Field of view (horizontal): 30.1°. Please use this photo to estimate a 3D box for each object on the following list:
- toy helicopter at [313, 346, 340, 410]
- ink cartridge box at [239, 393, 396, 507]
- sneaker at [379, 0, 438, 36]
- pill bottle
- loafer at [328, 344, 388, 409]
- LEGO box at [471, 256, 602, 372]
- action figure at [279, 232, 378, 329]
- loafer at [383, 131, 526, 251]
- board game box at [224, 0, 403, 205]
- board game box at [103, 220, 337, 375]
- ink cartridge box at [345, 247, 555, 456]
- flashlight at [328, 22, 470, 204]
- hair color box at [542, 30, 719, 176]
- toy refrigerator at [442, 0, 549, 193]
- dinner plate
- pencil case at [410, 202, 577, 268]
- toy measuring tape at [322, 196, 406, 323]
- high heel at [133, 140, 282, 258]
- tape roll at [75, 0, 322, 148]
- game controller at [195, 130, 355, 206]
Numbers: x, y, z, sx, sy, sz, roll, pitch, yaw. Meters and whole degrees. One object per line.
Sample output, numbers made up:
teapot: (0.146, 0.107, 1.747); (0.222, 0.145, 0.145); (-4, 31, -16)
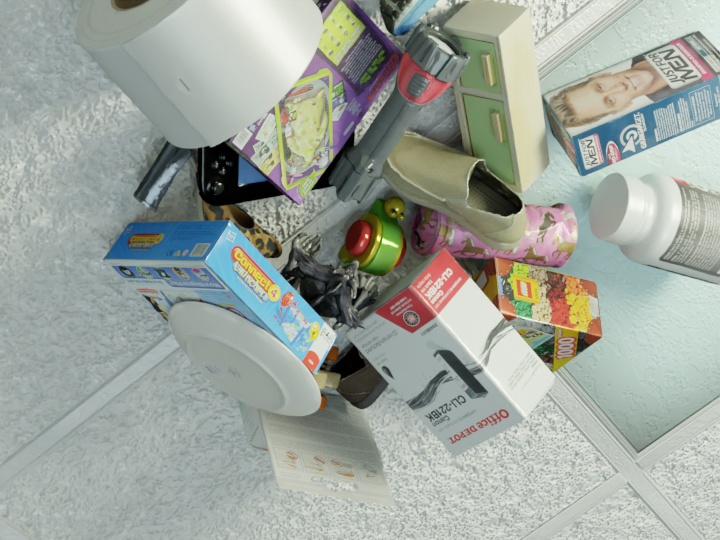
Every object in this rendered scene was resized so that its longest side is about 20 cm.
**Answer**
toy helicopter: (-0.084, 0.116, 1.575); (0.130, 0.200, 0.080); (16, 87, -11)
ink cartridge box: (-0.055, 0.224, 1.640); (0.159, 0.201, 0.050); (13, 121, -23)
sneaker: (0.104, -0.313, 1.387); (0.200, 0.079, 0.090); (-44, 128, 16)
pill bottle: (0.380, -0.055, 1.626); (0.198, 0.111, 0.112); (14, 120, -24)
loafer: (0.025, 0.088, 1.647); (0.070, 0.073, 0.201); (22, 115, -27)
LEGO box: (0.176, 0.076, 1.631); (0.147, 0.078, 0.200); (12, 147, -23)
action figure: (-0.046, 0.016, 1.518); (0.119, 0.102, 0.199); (45, 149, -12)
loafer: (0.106, -0.102, 1.495); (0.198, 0.076, 0.068); (31, 147, 0)
board game box: (-0.048, -0.184, 1.414); (0.120, 0.032, 0.201); (40, 83, -33)
board game box: (-0.155, 0.030, 1.479); (0.196, 0.199, 0.056); (48, 61, -32)
ink cartridge box: (0.102, 0.098, 1.531); (0.200, 0.084, 0.144); (48, 139, -4)
flashlight: (0.037, -0.165, 1.426); (0.067, 0.068, 0.201); (8, 128, -40)
hair color box: (0.318, -0.191, 1.518); (0.198, 0.100, 0.061); (-23, 127, 1)
toy refrigerator: (0.150, -0.188, 1.472); (0.070, 0.075, 0.202); (-44, 137, -34)
dinner plate: (-0.134, 0.107, 1.489); (0.024, 0.198, 0.201); (-56, 132, -27)
pencil case: (0.159, -0.049, 1.581); (0.197, 0.087, 0.083); (5, 144, -20)
toy measuring tape: (0.000, 0.000, 1.581); (0.073, 0.074, 0.201); (19, 117, -27)
high heel: (-0.135, -0.098, 1.480); (0.199, 0.072, 0.143); (28, 104, -34)
tape roll: (-0.154, -0.238, 1.287); (0.202, 0.204, 0.139); (-34, 126, 10)
game controller: (-0.089, -0.132, 1.441); (0.198, 0.042, 0.106); (-13, 126, -35)
